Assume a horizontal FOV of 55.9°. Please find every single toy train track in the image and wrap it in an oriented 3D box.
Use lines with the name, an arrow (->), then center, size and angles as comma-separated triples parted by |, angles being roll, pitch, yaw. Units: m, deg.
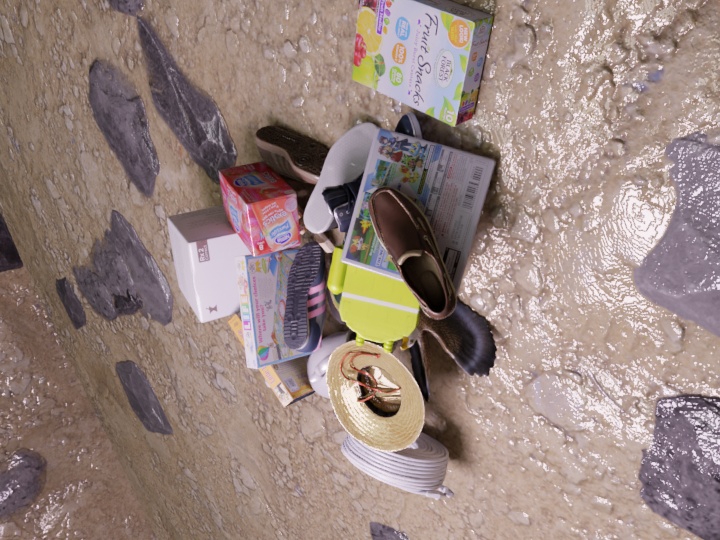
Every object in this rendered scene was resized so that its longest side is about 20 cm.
toy train track -> -0.093, -0.072, 1.224 | 0.115, 0.032, 0.200 | 50, 178, -31

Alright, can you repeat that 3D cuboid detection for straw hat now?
straw hat -> 0.040, 0.198, 1.166 | 0.198, 0.085, 0.205 | 11, 112, 27

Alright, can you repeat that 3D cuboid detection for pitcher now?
pitcher -> -0.043, 0.176, 1.283 | 0.123, 0.170, 0.200 | 61, 141, 13

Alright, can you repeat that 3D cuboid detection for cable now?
cable -> 0.065, 0.334, 1.248 | 0.200, 0.197, 0.071 | -149, 77, -70

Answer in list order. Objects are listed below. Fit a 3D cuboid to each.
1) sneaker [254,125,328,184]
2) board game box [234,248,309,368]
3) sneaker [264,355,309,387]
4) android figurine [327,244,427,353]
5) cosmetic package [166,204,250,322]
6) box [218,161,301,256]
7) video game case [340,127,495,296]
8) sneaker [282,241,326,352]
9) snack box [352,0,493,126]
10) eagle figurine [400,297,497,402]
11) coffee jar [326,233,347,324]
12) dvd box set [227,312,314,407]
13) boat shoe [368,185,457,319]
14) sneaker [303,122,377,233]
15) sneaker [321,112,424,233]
sneaker -> -0.112, -0.196, 1.231 | 0.199, 0.070, 0.076 | 37, 153, 34
board game box -> -0.160, 0.067, 1.263 | 0.034, 0.133, 0.205 | -2, 95, 45
sneaker -> -0.172, 0.173, 1.498 | 0.199, 0.079, 0.132 | -34, 89, 41
android figurine -> 0.037, 0.021, 1.023 | 0.178, 0.041, 0.205 | 10, 95, 11
cosmetic package -> -0.281, -0.024, 1.374 | 0.200, 0.162, 0.168 | 36, 135, 56
box -> -0.187, -0.117, 1.243 | 0.200, 0.093, 0.105 | -135, 35, -54
video game case -> 0.081, -0.084, 0.981 | 0.179, 0.022, 0.204 | 17, 96, 10
sneaker -> -0.092, 0.051, 1.256 | 0.069, 0.082, 0.204 | 2, 75, 32
snack box -> 0.079, -0.308, 0.950 | 0.198, 0.053, 0.144 | 33, 134, 30
eagle figurine -> 0.107, 0.095, 1.104 | 0.201, 0.151, 0.151 | 50, 166, -12
coffee jar -> 0.000, 0.000, 1.185 | 0.202, 0.084, 0.106 | 111, 150, -44
dvd box set -> -0.167, 0.168, 1.348 | 0.029, 0.146, 0.201 | -39, 79, 15
boat shoe -> 0.073, -0.028, 0.935 | 0.074, 0.075, 0.204 | -33, 86, 11
sneaker -> -0.021, -0.154, 1.144 | 0.070, 0.099, 0.202 | 34, 104, 15
sneaker -> 0.017, -0.141, 1.039 | 0.077, 0.143, 0.205 | -117, 29, -47
